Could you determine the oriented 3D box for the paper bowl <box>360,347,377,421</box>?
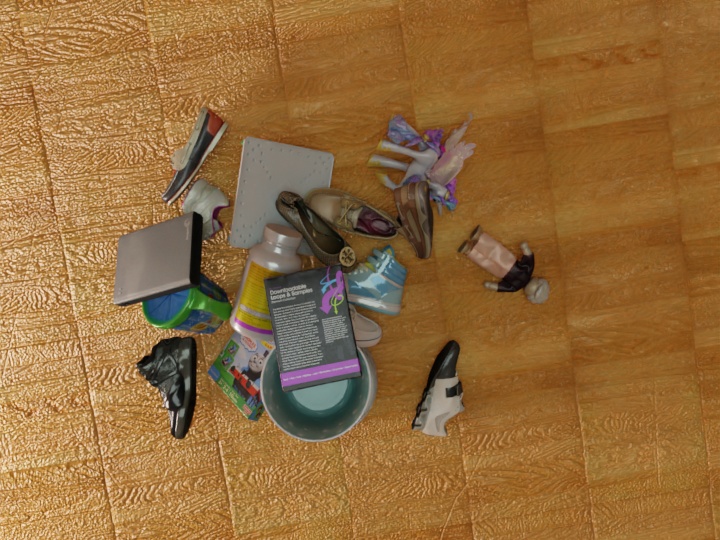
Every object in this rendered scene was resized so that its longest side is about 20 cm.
[{"bbox_3d":[-0.065,0.221,1.543,0.197,0.104,0.204,0,95,2],"label":"paper bowl"}]

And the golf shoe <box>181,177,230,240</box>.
[{"bbox_3d":[-0.326,-0.076,1.534,0.091,0.075,0.202,26,96,-5],"label":"golf shoe"}]

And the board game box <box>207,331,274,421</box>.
[{"bbox_3d":[-0.197,0.165,1.533,0.151,0.036,0.201,38,95,35],"label":"board game box"}]

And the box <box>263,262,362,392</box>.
[{"bbox_3d":[-0.083,0.099,1.371,0.141,0.036,0.203,-10,87,-2],"label":"box"}]

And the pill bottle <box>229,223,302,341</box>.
[{"bbox_3d":[-0.169,0.020,1.448,0.103,0.104,0.203,18,105,-1],"label":"pill bottle"}]

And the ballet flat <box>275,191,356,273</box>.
[{"bbox_3d":[-0.078,-0.075,1.469,0.200,0.046,0.068,46,53,-7],"label":"ballet flat"}]

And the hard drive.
[{"bbox_3d":[-0.378,-0.019,1.466,0.198,0.033,0.142,-14,66,29],"label":"hard drive"}]

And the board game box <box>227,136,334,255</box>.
[{"bbox_3d":[-0.152,-0.138,1.495,0.198,0.026,0.204,5,96,-36],"label":"board game box"}]

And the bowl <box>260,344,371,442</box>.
[{"bbox_3d":[-0.079,0.204,1.432,0.197,0.105,0.205,0,86,0],"label":"bowl"}]

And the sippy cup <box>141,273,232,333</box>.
[{"bbox_3d":[-0.327,0.060,1.505,0.140,0.130,0.179,-44,53,12],"label":"sippy cup"}]

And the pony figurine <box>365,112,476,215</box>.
[{"bbox_3d":[0.128,-0.212,1.491,0.198,0.167,0.194,27,127,-5],"label":"pony figurine"}]

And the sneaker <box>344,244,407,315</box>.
[{"bbox_3d":[0.000,0.000,1.535,0.197,0.080,0.133,16,97,-11],"label":"sneaker"}]

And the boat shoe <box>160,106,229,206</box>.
[{"bbox_3d":[-0.333,-0.219,1.517,0.062,0.071,0.201,33,90,-14],"label":"boat shoe"}]

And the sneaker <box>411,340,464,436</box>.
[{"bbox_3d":[0.174,0.237,1.560,0.087,0.074,0.203,18,105,-1],"label":"sneaker"}]

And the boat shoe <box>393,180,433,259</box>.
[{"bbox_3d":[0.100,-0.096,1.486,0.071,0.201,0.077,0,51,11],"label":"boat shoe"}]

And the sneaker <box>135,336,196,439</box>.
[{"bbox_3d":[-0.387,0.233,1.563,0.112,0.076,0.203,0,92,2],"label":"sneaker"}]

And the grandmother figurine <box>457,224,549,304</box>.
[{"bbox_3d":[0.294,-0.006,1.543,0.199,0.061,0.122,38,122,-6],"label":"grandmother figurine"}]

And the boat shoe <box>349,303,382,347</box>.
[{"bbox_3d":[-0.038,0.093,1.497,0.197,0.074,0.066,13,127,-27],"label":"boat shoe"}]

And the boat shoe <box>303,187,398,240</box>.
[{"bbox_3d":[-0.013,-0.109,1.511,0.197,0.066,0.075,15,96,-14],"label":"boat shoe"}]
